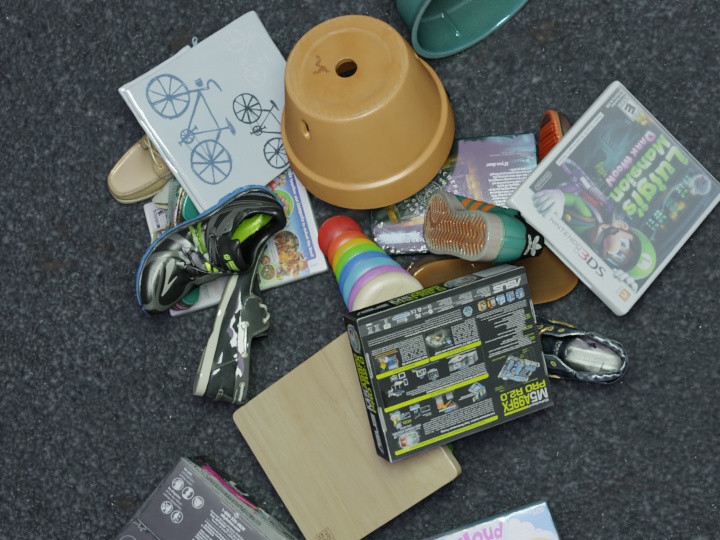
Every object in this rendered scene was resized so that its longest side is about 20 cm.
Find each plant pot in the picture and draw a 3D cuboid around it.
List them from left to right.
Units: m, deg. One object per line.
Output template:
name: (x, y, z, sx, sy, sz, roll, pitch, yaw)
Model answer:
plant pot: (-0.002, -0.187, 1.431, 0.200, 0.140, 0.201, -5, 65, 10)
plant pot: (0.088, -0.384, 1.477, 0.200, 0.200, 0.196, -36, 71, 3)

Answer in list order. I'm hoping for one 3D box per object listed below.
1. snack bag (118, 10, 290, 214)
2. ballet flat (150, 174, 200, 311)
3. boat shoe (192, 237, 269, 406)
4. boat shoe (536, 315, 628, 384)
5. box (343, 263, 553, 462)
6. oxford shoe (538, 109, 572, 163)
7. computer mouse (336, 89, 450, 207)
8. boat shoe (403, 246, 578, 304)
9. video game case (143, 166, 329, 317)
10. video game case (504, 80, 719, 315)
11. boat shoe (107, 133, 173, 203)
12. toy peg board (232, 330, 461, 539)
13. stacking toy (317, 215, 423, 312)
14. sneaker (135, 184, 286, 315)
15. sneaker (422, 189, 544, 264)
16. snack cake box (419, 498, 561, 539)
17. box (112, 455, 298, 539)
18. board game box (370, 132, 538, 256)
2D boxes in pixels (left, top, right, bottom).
snack bag: (-0.152, -0.185, 1.507, 0.200, 0.021, 0.189, -38, 101, -20)
ballet flat: (-0.216, -0.053, 1.527, 0.071, 0.069, 0.201, 6, 85, 29)
boat shoe: (-0.137, 0.058, 1.495, 0.067, 0.072, 0.200, 16, 73, -7)
boat shoe: (0.203, 0.082, 1.447, 0.200, 0.091, 0.071, 10, 85, 10)
box: (0.096, 0.096, 1.369, 0.200, 0.044, 0.161, -18, 102, -17)
oxford shoe: (0.260, -0.092, 1.480, 0.072, 0.071, 0.200, -15, 84, -14)
computer mouse: (0.035, -0.149, 1.496, 0.059, 0.034, 0.200, 30, 68, 25)
boat shoe: (0.146, 0.002, 1.473, 0.199, 0.070, 0.071, -1, 98, -9)
video game case: (-0.151, -0.039, 1.553, 0.200, 0.018, 0.144, -17, 81, 7)
video game case: (0.288, -0.082, 1.437, 0.182, 0.023, 0.200, 44, 73, -5)
boat shoe: (-0.228, -0.155, 1.551, 0.200, 0.069, 0.074, -36, 79, 3)
toy peg board: (-0.004, 0.192, 1.479, 0.199, 0.098, 0.200, -36, 79, 19)
stacking toy: (0.000, 0.000, 1.455, 0.085, 0.200, 0.086, -10, 120, -18)
sneaker: (-0.169, -0.022, 1.450, 0.199, 0.071, 0.083, -37, 39, -9)
sneaker: (0.131, -0.041, 1.410, 0.080, 0.200, 0.072, 9, 100, -21)
snack cake box: (0.133, 0.341, 1.441, 0.200, 0.067, 0.115, -20, 82, 6)
box: (-0.157, 0.322, 1.465, 0.200, 0.115, 0.132, 40, 89, 10)
board game box: (0.111, -0.087, 1.512, 0.199, 0.028, 0.136, -3, 84, 8)
